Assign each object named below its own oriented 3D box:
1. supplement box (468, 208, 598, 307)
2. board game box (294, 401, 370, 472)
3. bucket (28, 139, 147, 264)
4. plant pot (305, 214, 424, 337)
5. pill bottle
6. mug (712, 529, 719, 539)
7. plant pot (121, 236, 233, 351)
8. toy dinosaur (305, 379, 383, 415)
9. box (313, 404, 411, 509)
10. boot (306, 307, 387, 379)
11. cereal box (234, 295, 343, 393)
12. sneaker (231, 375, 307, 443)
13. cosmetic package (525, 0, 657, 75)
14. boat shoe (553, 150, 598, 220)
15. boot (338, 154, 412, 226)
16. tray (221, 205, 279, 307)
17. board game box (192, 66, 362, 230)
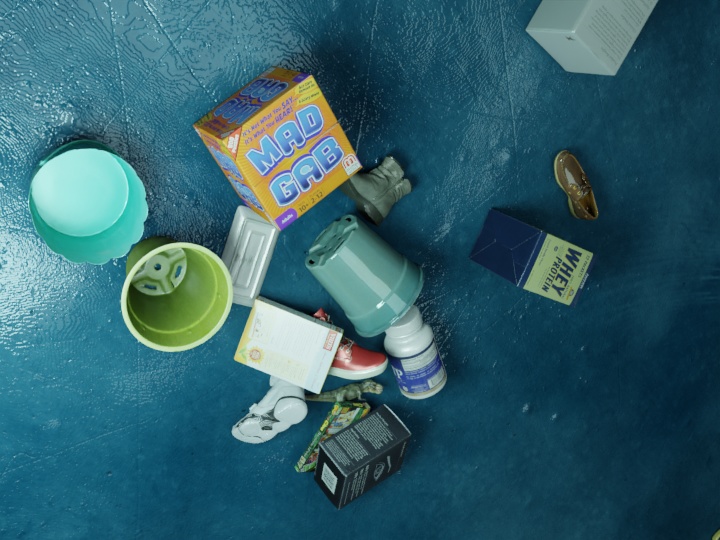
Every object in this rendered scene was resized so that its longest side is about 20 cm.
[{"bbox_3d":[0.405,-0.031,1.807,0.198,0.200,0.136,18,100,-32],"label":"supplement box"},{"bbox_3d":[-0.064,0.385,1.769,0.104,0.023,0.201,9,118,-48],"label":"board game box"},{"bbox_3d":[-0.480,-0.126,1.343,0.204,0.135,0.210,-10,113,-25],"label":"bucket"},{"bbox_3d":[0.000,0.000,1.619,0.201,0.200,0.196,-48,115,-5],"label":"plant pot"},{"bbox_3d":[0.121,0.185,1.781,0.119,0.119,0.202,-28,118,-16],"label":"pill bottle"},{"bbox_3d":[1.334,1.009,2.729,0.153,0.187,0.150,-38,154,0],"label":"mug"},{"bbox_3d":[-0.358,0.021,1.427,0.197,0.190,0.203,-9,111,-24],"label":"plant pot"},{"bbox_3d":[-0.044,0.307,1.785,0.197,0.047,0.090,-8,108,-20],"label":"toy dinosaur"},{"bbox_3d":[0.004,0.428,1.766,0.198,0.104,0.149,-25,143,-33],"label":"box"},{"bbox_3d":[-0.041,0.152,1.655,0.073,0.197,0.146,-51,140,-57],"label":"boot"},{"bbox_3d":[-0.151,0.157,1.617,0.198,0.040,0.146,22,102,-3],"label":"cereal box"},{"bbox_3d":[-0.195,0.298,1.684,0.198,0.116,0.075,-29,125,24],"label":"sneaker"},{"bbox_3d":[0.510,-0.567,1.694,0.166,0.166,0.202,30,91,-32],"label":"cosmetic package"},{"bbox_3d":[0.540,-0.209,1.894,0.072,0.067,0.201,-38,121,-11],"label":"boat shoe"},{"bbox_3d":[0.023,-0.201,1.633,0.131,0.067,0.200,-49,130,-10],"label":"boot"},{"bbox_3d":[-0.232,-0.024,1.578,0.106,0.022,0.203,15,100,-30],"label":"tray"},{"bbox_3d":[-0.156,-0.234,1.437,0.199,0.199,0.201,-38,121,-11],"label":"board game box"}]
